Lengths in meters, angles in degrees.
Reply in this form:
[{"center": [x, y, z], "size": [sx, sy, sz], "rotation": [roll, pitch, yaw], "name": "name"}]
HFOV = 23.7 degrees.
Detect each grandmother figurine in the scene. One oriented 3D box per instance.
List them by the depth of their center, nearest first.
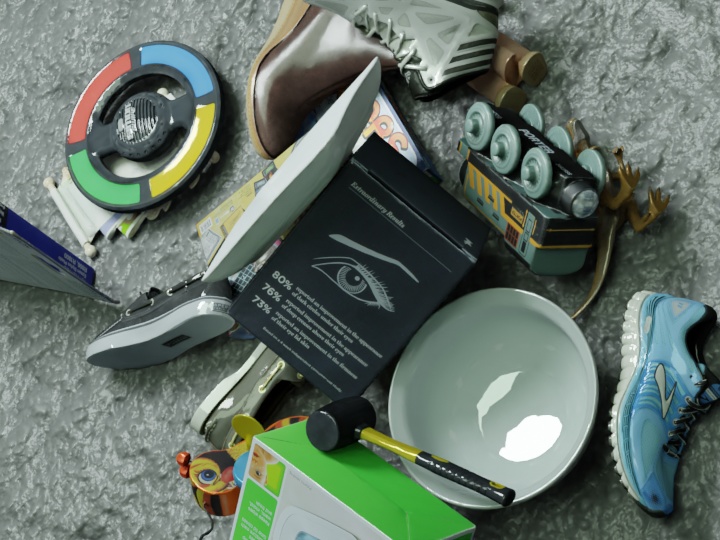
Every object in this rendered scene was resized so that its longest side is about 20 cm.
[{"center": [0.093, -0.234, 1.711], "size": [0.200, 0.061, 0.121], "rotation": [35, 83, 31], "name": "grandmother figurine"}]

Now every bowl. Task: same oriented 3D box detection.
[{"center": [0.132, 0.123, 1.538], "size": [0.200, 0.090, 0.202], "rotation": [-10, 67, 25], "name": "bowl"}]

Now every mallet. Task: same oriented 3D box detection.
[{"center": [0.039, 0.161, 1.480], "size": [0.200, 0.066, 0.041], "rotation": [24, 113, 37], "name": "mallet"}]

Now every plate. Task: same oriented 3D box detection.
[{"center": [-0.054, -0.087, 1.580], "size": [0.032, 0.200, 0.200], "rotation": [40, 120, -8], "name": "plate"}]

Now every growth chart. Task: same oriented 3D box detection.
[{"center": [-0.252, -0.106, 1.881], "size": [0.200, 0.018, 0.145], "rotation": [-38, 59, 13], "name": "growth chart"}]

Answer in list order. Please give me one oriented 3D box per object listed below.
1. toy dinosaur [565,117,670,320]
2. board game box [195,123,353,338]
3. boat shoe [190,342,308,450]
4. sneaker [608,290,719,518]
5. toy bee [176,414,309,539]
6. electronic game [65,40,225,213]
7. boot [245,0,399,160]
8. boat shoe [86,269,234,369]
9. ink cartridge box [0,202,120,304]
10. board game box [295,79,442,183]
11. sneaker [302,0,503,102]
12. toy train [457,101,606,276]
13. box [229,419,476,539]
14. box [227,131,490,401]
[{"center": [0.227, -0.047, 1.579], "size": [0.106, 0.060, 0.201], "rotation": [-27, 58, 51], "name": "toy dinosaur"}, {"center": [-0.074, -0.038, 1.710], "size": [0.200, 0.035, 0.136], "rotation": [-36, 60, 33], "name": "board game box"}, {"center": [-0.078, 0.098, 1.681], "size": [0.060, 0.072, 0.202], "rotation": [43, 91, 16], "name": "boat shoe"}, {"center": [0.268, 0.113, 1.476], "size": [0.090, 0.078, 0.201], "rotation": [0, 72, 26], "name": "sneaker"}, {"center": [-0.117, 0.188, 1.617], "size": [0.109, 0.200, 0.131], "rotation": [33, 124, 34], "name": "toy bee"}, {"center": [-0.235, -0.156, 1.857], "size": [0.199, 0.042, 0.201], "rotation": [-10, 67, 24], "name": "electronic game"}, {"center": [-0.022, -0.204, 1.706], "size": [0.166, 0.072, 0.201], "rotation": [4, 74, 35], "name": "boot"}, {"center": [-0.206, 0.047, 1.755], "size": [0.200, 0.070, 0.066], "rotation": [-25, 57, 39], "name": "boat shoe"}, {"center": [-0.375, -0.032, 1.815], "size": [0.199, 0.200, 0.041], "rotation": [11, 72, 31], "name": "ink cartridge box"}, {"center": [-0.018, -0.131, 1.747], "size": [0.135, 0.034, 0.200], "rotation": [-38, 58, 13], "name": "board game box"}, {"center": [0.034, -0.224, 1.624], "size": [0.200, 0.076, 0.116], "rotation": [8, 78, -6], "name": "sneaker"}, {"center": [0.151, -0.080, 1.582], "size": [0.200, 0.085, 0.114], "rotation": [47, 131, 51], "name": "toy train"}, {"center": [-0.016, 0.259, 1.527], "size": [0.200, 0.097, 0.177], "rotation": [33, 119, 35], "name": "box"}, {"center": [0.000, 0.000, 1.570], "size": [0.148, 0.104, 0.200], "rotation": [40, 111, -3], "name": "box"}]
